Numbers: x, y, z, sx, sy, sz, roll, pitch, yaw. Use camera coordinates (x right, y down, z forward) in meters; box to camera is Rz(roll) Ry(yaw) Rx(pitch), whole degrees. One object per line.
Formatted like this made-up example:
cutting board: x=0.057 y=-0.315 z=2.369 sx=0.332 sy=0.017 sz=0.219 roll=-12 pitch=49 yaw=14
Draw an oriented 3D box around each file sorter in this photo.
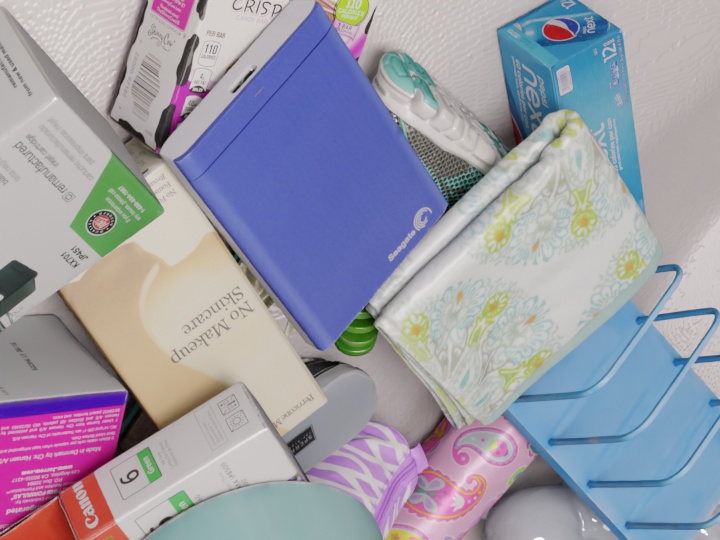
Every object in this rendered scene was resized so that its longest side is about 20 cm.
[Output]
file sorter: x=0.227 y=0.109 z=1.619 sx=0.200 sy=0.123 sz=0.139 roll=47 pitch=64 yaw=-17

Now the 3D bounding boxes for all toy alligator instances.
toy alligator: x=0.000 y=0.000 z=1.498 sx=0.059 sy=0.054 sz=0.200 roll=0 pitch=139 yaw=-6

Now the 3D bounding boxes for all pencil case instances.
pencil case: x=0.069 y=0.162 z=1.672 sx=0.200 sy=0.087 sz=0.087 roll=-47 pitch=136 yaw=-6
pencil case: x=-0.016 y=0.177 z=1.544 sx=0.085 sy=0.200 sz=0.084 roll=-17 pitch=109 yaw=20

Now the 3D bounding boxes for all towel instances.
towel: x=0.108 y=0.006 z=1.525 sx=0.200 sy=0.048 sz=0.171 roll=-44 pitch=141 yaw=-3

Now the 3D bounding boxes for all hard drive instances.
hard drive: x=-0.030 y=-0.057 z=1.382 sx=0.132 sy=0.025 sz=0.200 roll=-50 pitch=137 yaw=-13

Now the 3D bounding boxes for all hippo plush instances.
hippo plush: x=0.186 y=0.207 z=1.743 sx=0.161 sy=0.159 sz=0.200 roll=-28 pitch=133 yaw=-22

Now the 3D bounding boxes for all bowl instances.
bowl: x=-0.056 y=0.238 z=1.360 sx=0.200 sy=0.105 sz=0.201 roll=-16 pitch=134 yaw=-17

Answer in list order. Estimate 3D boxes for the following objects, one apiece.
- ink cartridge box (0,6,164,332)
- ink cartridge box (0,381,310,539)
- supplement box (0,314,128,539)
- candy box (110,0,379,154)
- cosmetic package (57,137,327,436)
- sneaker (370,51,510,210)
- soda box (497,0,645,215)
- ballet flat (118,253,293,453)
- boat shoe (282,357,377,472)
ink cartridge box: x=-0.234 y=-0.032 z=1.257 sx=0.200 sy=0.083 sz=0.147 roll=-36 pitch=148 yaw=2
ink cartridge box: x=-0.128 y=0.164 z=1.366 sx=0.200 sy=0.050 sz=0.109 roll=-32 pitch=135 yaw=-2
supplement box: x=-0.230 y=0.141 z=1.404 sx=0.103 sy=0.101 sz=0.201 roll=-3 pitch=120 yaw=-37
candy box: x=-0.058 y=-0.167 z=1.361 sx=0.136 sy=0.061 sz=0.201 roll=3 pitch=114 yaw=-42
cosmetic package: x=-0.118 y=0.028 z=1.392 sx=0.105 sy=0.071 sz=0.200 roll=-37 pitch=116 yaw=-6
sneaker: x=0.047 y=-0.071 z=1.522 sx=0.091 sy=0.078 sz=0.200 roll=-40 pitch=135 yaw=13
soda box: x=0.153 y=-0.091 z=1.583 sx=0.064 sy=0.068 sz=0.200 roll=-29 pitch=132 yaw=-18
ballet flat: x=-0.089 y=0.053 z=1.475 sx=0.200 sy=0.062 sz=0.067 roll=-57 pitch=176 yaw=6
boat shoe: x=-0.082 y=0.116 z=1.526 sx=0.199 sy=0.068 sz=0.074 roll=-36 pitch=126 yaw=-28
